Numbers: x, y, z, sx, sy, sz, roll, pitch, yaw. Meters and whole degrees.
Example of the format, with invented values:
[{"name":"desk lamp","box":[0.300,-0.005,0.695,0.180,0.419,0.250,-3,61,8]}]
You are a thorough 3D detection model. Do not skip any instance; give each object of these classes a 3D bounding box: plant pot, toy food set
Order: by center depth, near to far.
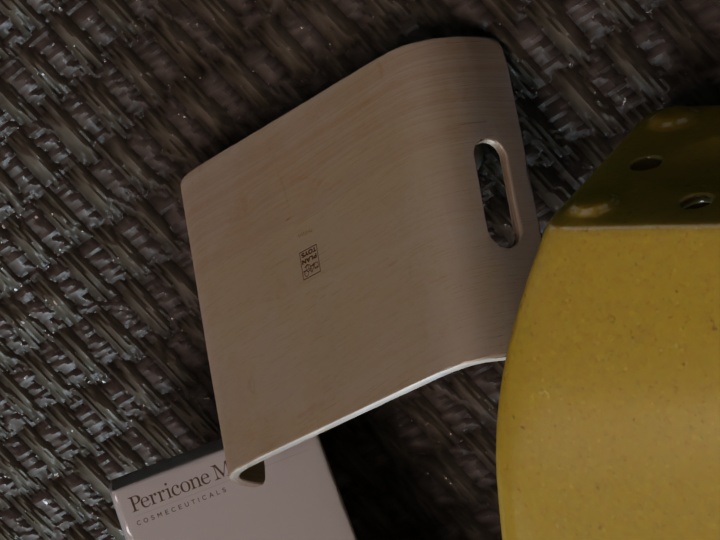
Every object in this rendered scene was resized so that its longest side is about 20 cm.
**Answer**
[{"name":"plant pot","box":[0.164,0.043,1.073,0.195,0.194,0.201,-1,116,32]},{"name":"toy food set","box":[0.000,0.000,1.184,0.200,0.060,0.144,-28,65,44]}]

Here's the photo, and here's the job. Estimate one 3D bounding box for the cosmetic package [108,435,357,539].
[{"name":"cosmetic package","box":[-0.040,0.178,1.296,0.085,0.107,0.201,174,74,-85]}]
